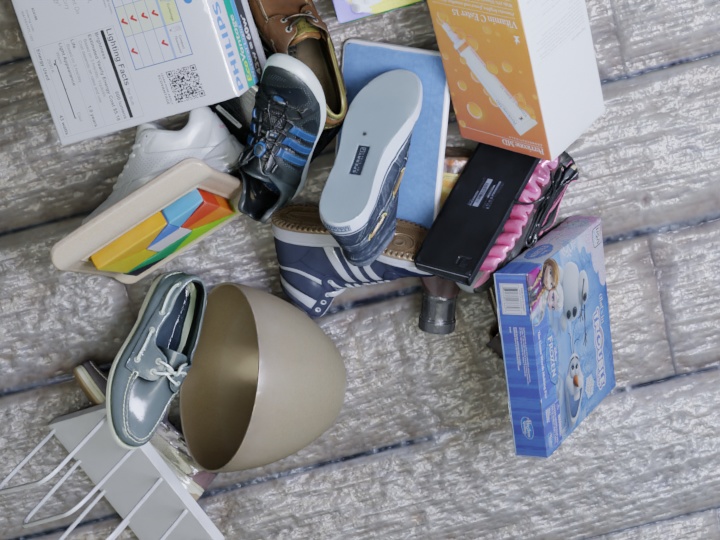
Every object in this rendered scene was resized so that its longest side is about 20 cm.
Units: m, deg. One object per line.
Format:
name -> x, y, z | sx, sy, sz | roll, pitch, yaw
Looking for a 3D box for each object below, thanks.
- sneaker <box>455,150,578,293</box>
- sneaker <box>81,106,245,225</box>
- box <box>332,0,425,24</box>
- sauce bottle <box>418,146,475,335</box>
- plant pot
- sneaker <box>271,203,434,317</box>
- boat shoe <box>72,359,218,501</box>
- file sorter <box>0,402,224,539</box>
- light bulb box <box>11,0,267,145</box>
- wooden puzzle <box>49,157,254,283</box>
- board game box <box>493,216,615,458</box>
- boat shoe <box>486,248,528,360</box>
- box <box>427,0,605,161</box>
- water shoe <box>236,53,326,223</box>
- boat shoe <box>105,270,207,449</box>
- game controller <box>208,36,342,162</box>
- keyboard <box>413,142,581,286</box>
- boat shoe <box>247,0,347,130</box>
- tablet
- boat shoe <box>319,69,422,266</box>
sneaker -> 0.171, -0.054, 1.603 | 0.095, 0.079, 0.201 | 42, 76, -45
sneaker -> -0.221, -0.106, 1.606 | 0.199, 0.078, 0.100 | -33, 89, 7
box -> 0.057, -0.336, 1.554 | 0.199, 0.048, 0.118 | -16, 107, 1
sauce bottle -> 0.093, -0.031, 1.636 | 0.066, 0.066, 0.201 | 2, 107, -3
plant pot -> -0.094, 0.119, 1.622 | 0.134, 0.200, 0.201 | 8, 108, -28
sneaker -> 0.000, 0.000, 1.611 | 0.199, 0.070, 0.109 | 13, 124, 18
boat shoe -> -0.236, 0.169, 1.684 | 0.065, 0.072, 0.200 | -44, 92, -13
file sorter -> -0.278, 0.265, 1.647 | 0.138, 0.125, 0.200 | -19, 112, 48
light bulb box -> -0.221, -0.251, 1.502 | 0.199, 0.125, 0.199 | -13, 105, 17
wooden puzzle -> -0.206, -0.042, 1.560 | 0.184, 0.200, 0.037 | -32, 78, 7
board game box -> 0.211, 0.066, 1.604 | 0.043, 0.199, 0.201 | 2, 110, 30
boat shoe -> 0.180, 0.068, 1.674 | 0.073, 0.075, 0.201 | -2, 113, 25
box -> 0.153, -0.227, 1.504 | 0.097, 0.124, 0.201 | -42, 132, -29
water shoe -> -0.083, -0.126, 1.527 | 0.071, 0.079, 0.201 | 23, 141, 14
boat shoe -> -0.214, 0.093, 1.611 | 0.073, 0.062, 0.201 | 30, 67, -33
game controller -> -0.116, -0.190, 1.600 | 0.200, 0.042, 0.104 | 41, 115, -12
keyboard -> 0.147, -0.069, 1.537 | 0.201, 0.127, 0.021 | -60, 142, -20
boat shoe -> -0.061, -0.242, 1.547 | 0.072, 0.068, 0.201 | -28, 96, -18
tablet -> 0.032, -0.138, 1.600 | 0.129, 0.014, 0.201 | 13, 107, 26
boat shoe -> 0.015, -0.105, 1.547 | 0.070, 0.091, 0.201 | 13, 63, 22
